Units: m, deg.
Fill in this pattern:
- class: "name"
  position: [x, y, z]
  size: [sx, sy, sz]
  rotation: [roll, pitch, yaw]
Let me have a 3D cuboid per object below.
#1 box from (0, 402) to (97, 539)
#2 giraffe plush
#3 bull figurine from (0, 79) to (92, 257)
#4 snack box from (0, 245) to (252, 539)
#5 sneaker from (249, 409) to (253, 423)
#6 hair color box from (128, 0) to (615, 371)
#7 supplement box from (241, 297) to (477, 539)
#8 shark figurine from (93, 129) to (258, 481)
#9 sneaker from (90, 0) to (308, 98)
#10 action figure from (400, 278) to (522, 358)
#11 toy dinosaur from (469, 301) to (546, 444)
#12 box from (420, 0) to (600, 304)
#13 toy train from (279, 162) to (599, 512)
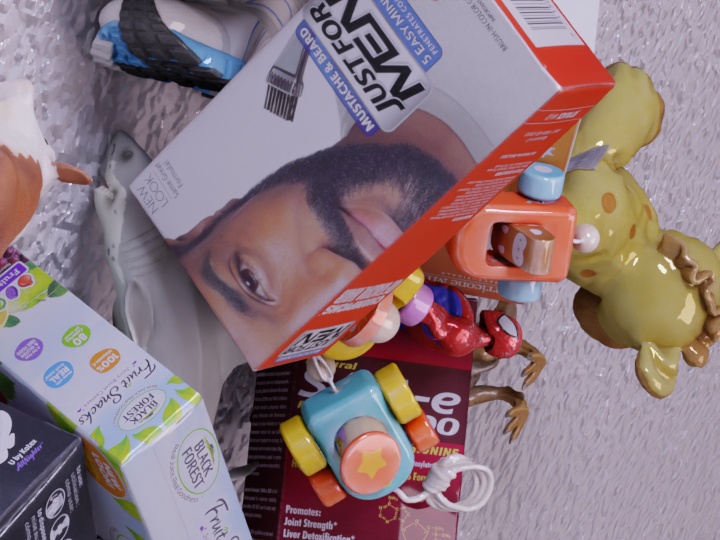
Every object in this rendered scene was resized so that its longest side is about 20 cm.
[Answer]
- class: "box"
  position: [-0.190, 0.160, 0.955]
  size: [0.132, 0.114, 0.200]
  rotation: [-48, 148, -39]
- class: "giraffe plush"
  position: [0.160, -0.016, 1.362]
  size: [0.173, 0.162, 0.200]
  rotation: [-45, -164, -2]
- class: "bull figurine"
  position: [-0.187, -0.023, 0.883]
  size: [0.200, 0.065, 0.122]
  rotation: [-55, 147, -31]
- class: "snack box"
  position: [-0.115, 0.094, 1.014]
  size: [0.053, 0.142, 0.200]
  rotation: [-42, 145, -22]
- class: "sneaker"
  position: [-0.009, 0.063, 1.319]
  size: [0.083, 0.072, 0.200]
  rotation: [-46, 164, 23]
- class: "hair color box"
  position: [0.002, -0.059, 0.975]
  size: [0.200, 0.111, 0.064]
  rotation: [-44, 164, 28]
- class: "supplement box"
  position: [-0.003, 0.109, 1.190]
  size: [0.108, 0.061, 0.201]
  rotation: [8, 83, -23]
- class: "shark figurine"
  position: [-0.074, 0.049, 1.068]
  size: [0.089, 0.128, 0.215]
  rotation: [-12, 125, -9]
- class: "sneaker"
  position: [-0.066, -0.126, 1.049]
  size: [0.200, 0.075, 0.087]
  rotation: [3, 100, -72]
- class: "action figure"
  position: [0.000, 0.000, 1.131]
  size: [0.200, 0.065, 0.052]
  rotation: [28, 83, -21]
- class: "toy dinosaur"
  position: [0.074, 0.054, 1.428]
  size: [0.200, 0.106, 0.061]
  rotation: [-36, 138, -38]
- class: "box"
  position: [0.048, -0.084, 1.144]
  size: [0.200, 0.124, 0.098]
  rotation: [99, 1, -56]
- class: "toy train"
  position: [0.039, 0.043, 1.092]
  size: [0.056, 0.150, 0.201]
  rotation: [-118, -142, -63]
